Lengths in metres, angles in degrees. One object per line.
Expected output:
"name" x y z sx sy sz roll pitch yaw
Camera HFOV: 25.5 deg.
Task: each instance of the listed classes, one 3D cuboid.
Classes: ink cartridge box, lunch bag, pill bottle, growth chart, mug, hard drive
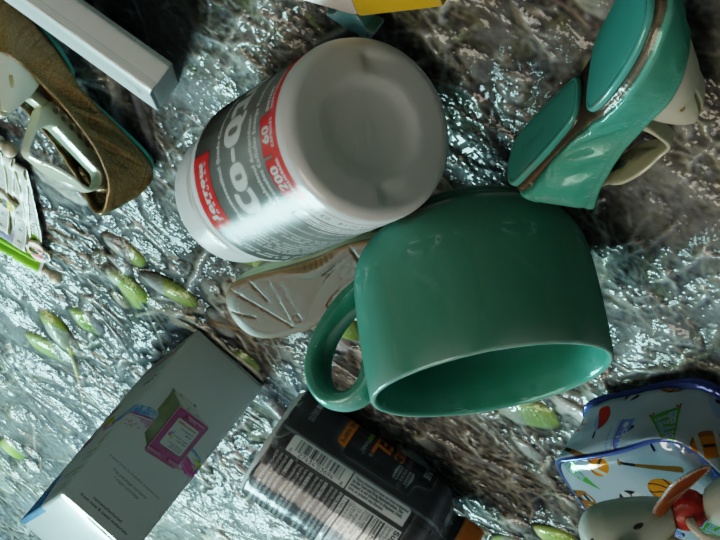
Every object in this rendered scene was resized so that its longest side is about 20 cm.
"ink cartridge box" -0.195 0.164 1.425 0.085 0.200 0.144 44 149 -7
"lunch bag" 0.245 0.164 1.108 0.200 0.076 0.160 45 146 -15
"pill bottle" 0.005 0.199 1.364 0.200 0.106 0.106 33 150 3
"growth chart" -0.337 -0.078 1.405 0.144 0.018 0.200 24 147 20
"mug" 0.057 0.018 0.994 0.184 0.115 0.152 -6 161 -8
"hard drive" -0.213 -0.180 1.066 0.200 0.027 0.132 35 178 -4
"pill bottle" -0.040 -0.068 1.016 0.114 0.114 0.200 44 154 -14

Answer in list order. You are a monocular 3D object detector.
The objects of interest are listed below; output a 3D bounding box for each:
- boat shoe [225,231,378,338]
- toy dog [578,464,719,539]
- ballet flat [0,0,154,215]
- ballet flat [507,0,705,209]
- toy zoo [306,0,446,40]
"boat shoe" 0.000 0.000 1.132 0.200 0.065 0.072 -12 115 29
"toy dog" 0.243 0.158 0.986 0.200 0.096 0.132 -38 105 15
"ballet flat" -0.236 -0.119 1.188 0.068 0.072 0.200 -3 133 48
"ballet flat" 0.146 -0.093 0.866 0.070 0.068 0.200 14 152 -11
"toy zoo" -0.023 -0.213 0.893 0.131 0.020 0.200 11 143 35
